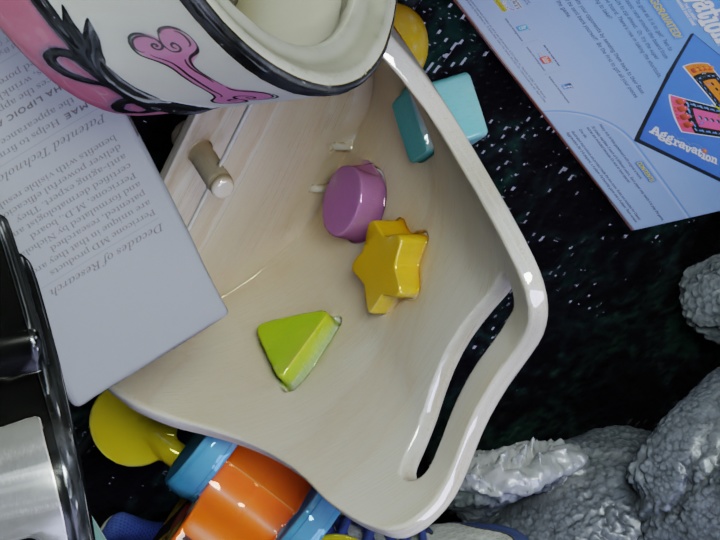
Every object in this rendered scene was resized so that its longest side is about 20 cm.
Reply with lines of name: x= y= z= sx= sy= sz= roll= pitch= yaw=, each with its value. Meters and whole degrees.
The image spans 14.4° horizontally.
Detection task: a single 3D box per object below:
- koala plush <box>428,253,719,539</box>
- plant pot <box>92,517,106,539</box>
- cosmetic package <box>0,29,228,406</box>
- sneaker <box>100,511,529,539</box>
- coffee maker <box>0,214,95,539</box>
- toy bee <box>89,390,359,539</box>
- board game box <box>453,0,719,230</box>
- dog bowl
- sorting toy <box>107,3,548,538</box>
koala plush: x=0.140 y=0.112 z=1.301 sx=0.200 sy=0.184 sz=0.177 roll=-16 pitch=123 yaw=13
plant pot: x=-0.174 y=0.146 z=1.077 sx=0.161 sy=0.201 sz=0.201 roll=-30 pitch=139 yaw=-20
cosmetic package: x=-0.123 y=-0.055 z=0.994 sx=0.074 sy=0.102 sz=0.200 roll=-32 pitch=140 yaw=-5
sneaker: x=-0.019 y=0.133 z=1.228 sx=0.200 sy=0.075 sz=0.088 roll=-10 pitch=128 yaw=-2
coffee maker: x=-0.196 y=0.052 z=0.927 sx=0.200 sy=0.192 sz=0.135 roll=-14 pitch=159 yaw=-12
toy bee: x=-0.064 y=0.101 z=1.147 sx=0.109 sy=0.131 sz=0.200 roll=-47 pitch=167 yaw=31
board game box: x=0.120 y=-0.082 z=1.166 sx=0.103 sy=0.019 sz=0.200 roll=-12 pitch=146 yaw=24
dog bowl: x=-0.069 y=-0.138 z=0.899 sx=0.074 sy=0.200 sz=0.200 roll=-21 pitch=146 yaw=25
sorting toy: x=0.000 y=0.000 z=1.071 sx=0.107 sy=0.180 sz=0.200 roll=6 pitch=124 yaw=-38
